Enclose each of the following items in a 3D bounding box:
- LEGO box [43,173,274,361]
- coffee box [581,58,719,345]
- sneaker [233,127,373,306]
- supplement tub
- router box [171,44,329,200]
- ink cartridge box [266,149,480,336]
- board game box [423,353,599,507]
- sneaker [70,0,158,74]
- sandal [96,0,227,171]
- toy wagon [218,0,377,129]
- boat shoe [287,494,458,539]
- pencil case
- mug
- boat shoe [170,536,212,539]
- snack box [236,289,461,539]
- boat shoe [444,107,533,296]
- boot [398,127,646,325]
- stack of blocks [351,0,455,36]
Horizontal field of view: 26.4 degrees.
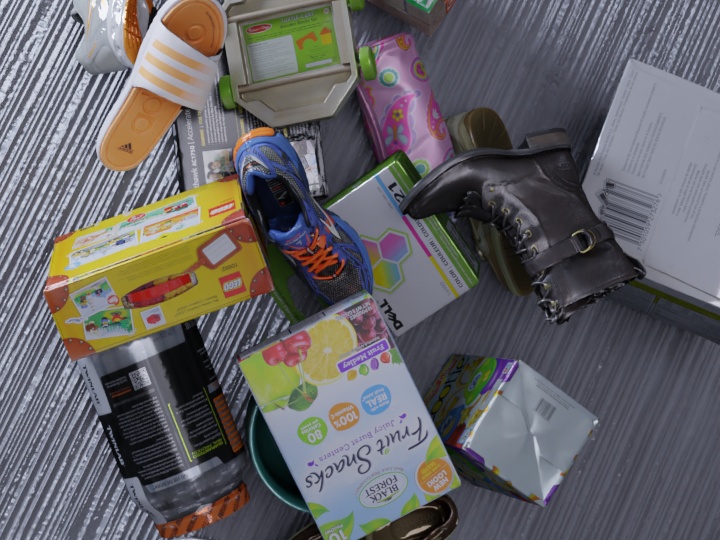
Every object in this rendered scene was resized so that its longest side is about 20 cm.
[{"bbox_3d":[-0.190,-0.007,1.453,0.198,0.149,0.078,-19,111,0],"label":"LEGO box"},{"bbox_3d":[0.325,-0.062,1.563,0.198,0.198,0.202,22,83,10],"label":"coffee box"},{"bbox_3d":[-0.058,-0.035,1.444,0.075,0.079,0.201,-32,109,17],"label":"sneaker"},{"bbox_3d":[-0.186,0.147,1.489,0.121,0.122,0.202,-22,93,-14],"label":"supplement tub"},{"bbox_3d":[-0.118,-0.165,1.555,0.147,0.051,0.203,-7,89,-13],"label":"router box"},{"bbox_3d":[0.000,0.000,1.529,0.199,0.076,0.148,-34,97,12],"label":"ink cartridge box"},{"bbox_3d":[0.134,0.156,1.530,0.104,0.200,0.104,36,80,-11],"label":"board game box"},{"bbox_3d":[-0.248,-0.286,1.518,0.076,0.091,0.202,32,53,-53],"label":"sneaker"},{"bbox_3d":[-0.183,-0.166,1.470,0.079,0.059,0.208,13,121,-36],"label":"sandal"},{"bbox_3d":[-0.070,-0.244,1.501,0.153,0.040,0.203,-10,89,9],"label":"toy wagon"},{"bbox_3d":[0.001,0.263,1.501,0.201,0.075,0.075,-24,80,-11],"label":"boat shoe"},{"bbox_3d":[0.046,-0.140,1.579,0.087,0.087,0.202,-19,94,-14],"label":"pencil case"},{"bbox_3d":[-0.030,0.168,1.527,0.151,0.114,0.186,-36,98,-4],"label":"mug"},{"bbox_3d":[-0.210,0.306,1.508,0.198,0.060,0.077,-6,89,-14],"label":"boat shoe"},{"bbox_3d":[-0.011,0.140,1.442,0.141,0.053,0.202,-26,98,-3],"label":"snack box"},{"bbox_3d":[0.137,-0.070,1.620,0.073,0.063,0.203,-29,102,-39],"label":"boat shoe"},{"bbox_3d":[0.152,-0.031,1.432,0.198,0.069,0.176,-19,76,-12],"label":"boot"},{"bbox_3d":[0.002,-0.317,1.552,0.199,0.059,0.116,31,80,12],"label":"stack of blocks"}]
